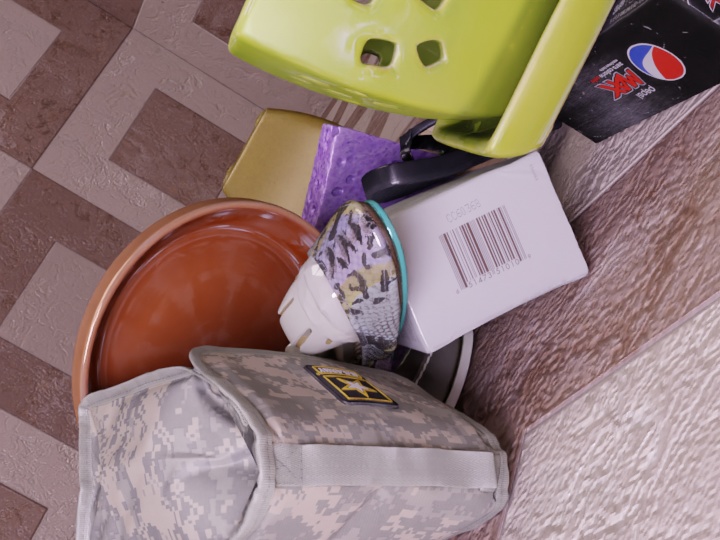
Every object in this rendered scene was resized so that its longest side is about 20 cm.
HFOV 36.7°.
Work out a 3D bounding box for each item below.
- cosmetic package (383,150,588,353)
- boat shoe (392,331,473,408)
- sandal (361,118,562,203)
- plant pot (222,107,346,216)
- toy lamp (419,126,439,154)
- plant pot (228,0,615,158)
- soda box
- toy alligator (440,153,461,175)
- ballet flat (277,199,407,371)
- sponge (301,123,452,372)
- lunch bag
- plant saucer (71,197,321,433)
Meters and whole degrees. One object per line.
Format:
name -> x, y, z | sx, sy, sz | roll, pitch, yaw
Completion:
cosmetic package -> 0.051, -0.011, 0.699 | 0.111, 0.082, 0.200 | -25, 3, -8
boat shoe -> 0.011, 0.115, 0.725 | 0.204, 0.060, 0.072 | -62, 8, -9
sandal -> 0.068, -0.092, 0.781 | 0.076, 0.043, 0.199 | -19, 5, 46
plant pot -> -0.070, -0.112, 1.419 | 0.196, 0.198, 0.196 | -59, 9, 6
toy lamp -> 0.039, -0.072, 0.872 | 0.202, 0.058, 0.058 | -62, 9, 0
plant pot -> 0.043, -0.177, 0.622 | 0.201, 0.179, 0.200 | -63, 10, 5
soda box -> 0.164, -0.136, 0.623 | 0.064, 0.070, 0.200 | -63, 9, -11
toy alligator -> 0.075, -0.110, 1.061 | 0.202, 0.059, 0.054 | -65, 11, -26
ballet flat -> -0.012, 0.029, 0.616 | 0.201, 0.071, 0.073 | 91, -156, -67
sponge -> 0.000, 0.000, 0.821 | 0.030, 0.110, 0.203 | 26, 104, 57
lunch bag -> -0.039, 0.107, 0.577 | 0.199, 0.162, 0.120 | -22, 64, 47
plant saucer -> -0.089, 0.054, 0.684 | 0.032, 0.199, 0.202 | 19, 78, 50
